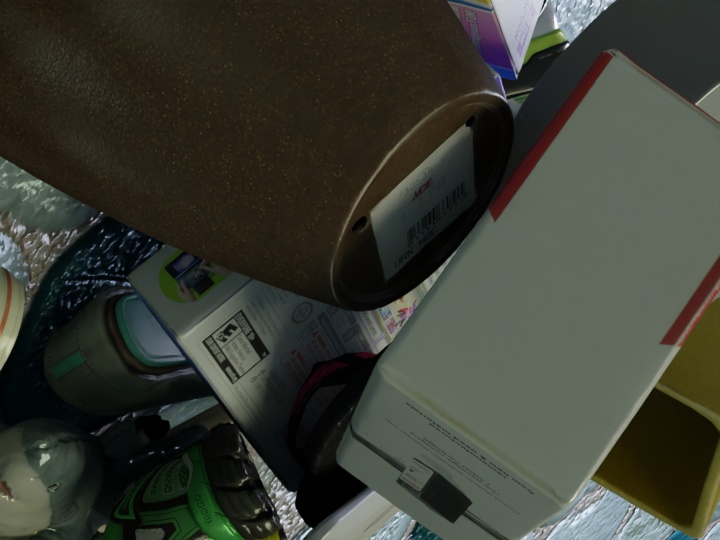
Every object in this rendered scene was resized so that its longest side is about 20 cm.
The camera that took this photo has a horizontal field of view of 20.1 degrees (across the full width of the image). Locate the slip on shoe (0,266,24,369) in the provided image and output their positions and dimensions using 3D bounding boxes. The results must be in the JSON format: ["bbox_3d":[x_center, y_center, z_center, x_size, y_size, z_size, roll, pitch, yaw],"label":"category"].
[{"bbox_3d":[-0.214,0.071,0.850,0.061,0.074,0.200,25,113,-28],"label":"slip on shoe"}]

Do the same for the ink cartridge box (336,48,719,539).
[{"bbox_3d":[0.068,0.024,0.778,0.145,0.084,0.200,-53,176,-14],"label":"ink cartridge box"}]

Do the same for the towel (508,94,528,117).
[{"bbox_3d":[0.133,-0.096,1.093,0.199,0.024,0.152,-15,168,26],"label":"towel"}]

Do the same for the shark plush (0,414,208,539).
[{"bbox_3d":[-0.121,0.100,0.962,0.083,0.091,0.200,-40,153,20],"label":"shark plush"}]

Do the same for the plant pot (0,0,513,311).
[{"bbox_3d":[-0.045,-0.080,0.753,0.187,0.200,0.187,-38,152,-24],"label":"plant pot"}]

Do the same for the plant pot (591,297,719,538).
[{"bbox_3d":[0.180,0.006,1.251,0.200,0.195,0.195,-55,164,-20],"label":"plant pot"}]

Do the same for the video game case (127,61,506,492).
[{"bbox_3d":[0.000,0.000,0.958,0.181,0.045,0.200,-39,153,-7],"label":"video game case"}]

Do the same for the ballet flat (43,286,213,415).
[{"bbox_3d":[-0.083,0.036,1.025,0.064,0.068,0.200,-32,164,30],"label":"ballet flat"}]

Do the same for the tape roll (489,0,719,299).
[{"bbox_3d":[0.153,-0.057,0.962,0.200,0.066,0.201,-33,152,-20],"label":"tape roll"}]

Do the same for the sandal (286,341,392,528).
[{"bbox_3d":[-0.007,0.071,0.965,0.075,0.045,0.200,-27,163,-19],"label":"sandal"}]

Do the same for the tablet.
[{"bbox_3d":[-0.004,0.126,1.000,0.130,0.014,0.200,-47,171,32],"label":"tablet"}]

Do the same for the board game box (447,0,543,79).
[{"bbox_3d":[0.055,-0.196,0.878,0.200,0.040,0.154,58,48,-63],"label":"board game box"}]

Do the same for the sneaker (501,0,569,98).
[{"bbox_3d":[0.012,-0.111,0.980,0.199,0.083,0.072,-15,-177,-30],"label":"sneaker"}]

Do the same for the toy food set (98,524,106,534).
[{"bbox_3d":[-0.180,0.207,1.079,0.201,0.060,0.143,-57,154,15],"label":"toy food set"}]

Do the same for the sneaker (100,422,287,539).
[{"bbox_3d":[-0.084,0.118,0.965,0.085,0.078,0.200,-24,170,-5],"label":"sneaker"}]

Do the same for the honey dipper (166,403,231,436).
[{"bbox_3d":[-0.071,0.075,1.108,0.199,0.038,0.038,-27,146,-41],"label":"honey dipper"}]
